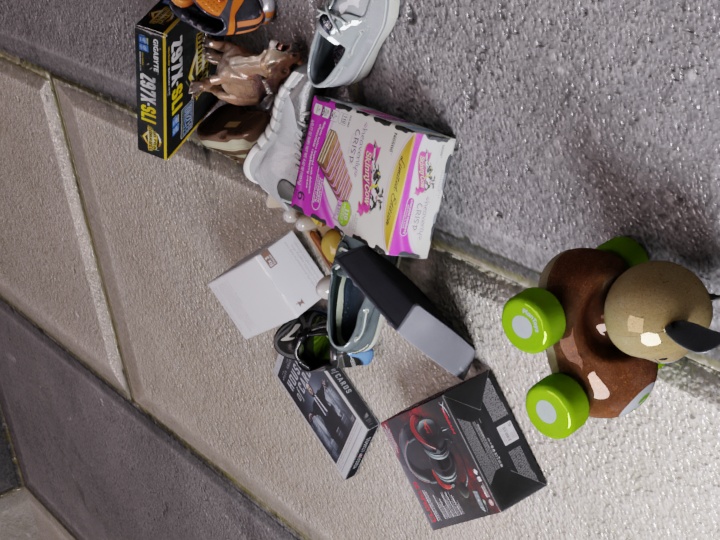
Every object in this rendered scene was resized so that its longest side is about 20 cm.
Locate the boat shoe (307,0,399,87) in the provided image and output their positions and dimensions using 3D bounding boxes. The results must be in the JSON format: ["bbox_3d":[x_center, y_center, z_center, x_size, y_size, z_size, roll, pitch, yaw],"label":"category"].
[{"bbox_3d":[-0.013,-0.265,1.544,0.070,0.071,0.201,55,150,21],"label":"boat shoe"}]

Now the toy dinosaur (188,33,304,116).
[{"bbox_3d":[-0.139,-0.238,1.791,0.200,0.135,0.086,173,111,-84],"label":"toy dinosaur"}]

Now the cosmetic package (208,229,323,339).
[{"bbox_3d":[-0.125,0.022,1.949,0.102,0.074,0.200,56,152,-6],"label":"cosmetic package"}]

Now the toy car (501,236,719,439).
[{"bbox_3d":[0.255,0.054,1.242,0.199,0.164,0.159,-4,108,48],"label":"toy car"}]

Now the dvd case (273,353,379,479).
[{"bbox_3d":[-0.052,0.176,2.002,0.200,0.025,0.151,54,149,22],"label":"dvd case"}]

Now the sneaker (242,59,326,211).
[{"bbox_3d":[-0.058,-0.150,1.697,0.116,0.075,0.200,49,134,19],"label":"sneaker"}]

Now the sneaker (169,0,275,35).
[{"bbox_3d":[-0.190,-0.376,1.729,0.201,0.112,0.078,62,152,7],"label":"sneaker"}]

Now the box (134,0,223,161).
[{"bbox_3d":[-0.230,-0.266,1.835,0.049,0.160,0.201,21,135,14],"label":"box"}]

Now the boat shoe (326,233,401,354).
[{"bbox_3d":[0.000,0.000,1.668,0.072,0.062,0.201,13,100,26],"label":"boat shoe"}]

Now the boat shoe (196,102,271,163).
[{"bbox_3d":[-0.154,-0.167,1.872,0.075,0.075,0.202,53,170,-24],"label":"boat shoe"}]

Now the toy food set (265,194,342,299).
[{"bbox_3d":[-0.050,-0.044,1.791,0.200,0.060,0.144,56,151,18],"label":"toy food set"}]

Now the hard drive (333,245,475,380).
[{"bbox_3d":[0.056,0.045,1.588,0.135,0.042,0.200,49,-175,31],"label":"hard drive"}]

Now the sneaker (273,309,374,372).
[{"bbox_3d":[-0.062,0.093,1.883,0.199,0.082,0.071,5,101,57],"label":"sneaker"}]

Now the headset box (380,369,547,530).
[{"bbox_3d":[0.113,0.217,1.686,0.149,0.075,0.200,64,152,4],"label":"headset box"}]

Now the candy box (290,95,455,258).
[{"bbox_3d":[0.009,-0.106,1.586,0.200,0.061,0.137,26,107,50],"label":"candy box"}]
